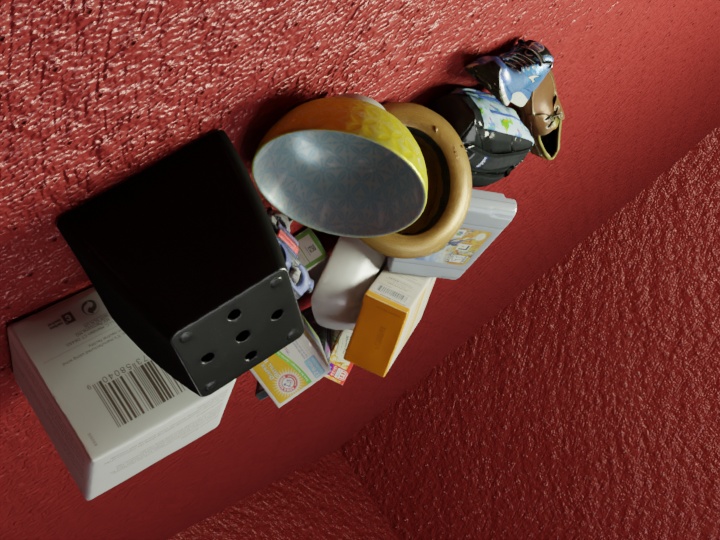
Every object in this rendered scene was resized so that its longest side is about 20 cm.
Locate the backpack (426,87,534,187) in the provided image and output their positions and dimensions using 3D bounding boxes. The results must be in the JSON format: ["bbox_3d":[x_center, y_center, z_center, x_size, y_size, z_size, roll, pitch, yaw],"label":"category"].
[{"bbox_3d":[0.157,-0.184,1.366,0.200,0.154,0.163,7,138,-38],"label":"backpack"}]

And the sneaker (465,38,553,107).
[{"bbox_3d":[0.207,-0.278,1.300,0.089,0.079,0.200,-49,170,22],"label":"sneaker"}]

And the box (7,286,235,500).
[{"bbox_3d":[-0.296,0.135,1.186,0.199,0.200,0.171,-29,162,-28],"label":"box"}]

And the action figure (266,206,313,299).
[{"bbox_3d":[-0.159,-0.013,1.237,0.194,0.105,0.200,-53,134,-24],"label":"action figure"}]

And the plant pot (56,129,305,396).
[{"bbox_3d":[-0.168,0.009,1.023,0.199,0.177,0.200,-32,147,-15],"label":"plant pot"}]

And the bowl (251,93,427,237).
[{"bbox_3d":[-0.015,-0.137,1.099,0.200,0.200,0.108,120,-15,-58],"label":"bowl"}]

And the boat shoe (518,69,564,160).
[{"bbox_3d":[0.289,-0.249,1.501,0.072,0.068,0.200,-38,152,-7],"label":"boat shoe"}]

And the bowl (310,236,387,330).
[{"bbox_3d":[0.000,0.000,1.511,0.200,0.075,0.200,-63,171,-14],"label":"bowl"}]

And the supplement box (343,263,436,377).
[{"bbox_3d":[0.052,0.056,1.485,0.200,0.073,0.126,-50,161,-59],"label":"supplement box"}]

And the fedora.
[{"bbox_3d":[0.048,-0.114,1.244,0.200,0.201,0.082,-32,-173,-15],"label":"fedora"}]

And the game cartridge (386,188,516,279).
[{"bbox_3d":[0.120,-0.050,1.387,0.133,0.042,0.200,3,149,-23],"label":"game cartridge"}]

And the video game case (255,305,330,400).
[{"bbox_3d":[-0.115,0.135,1.694,0.143,0.019,0.200,-29,-155,15],"label":"video game case"}]

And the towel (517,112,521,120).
[{"bbox_3d":[0.211,-0.203,1.632,0.192,0.035,0.200,-24,164,-29],"label":"towel"}]

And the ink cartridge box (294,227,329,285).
[{"bbox_3d":[-0.140,0.023,1.469,0.200,0.059,0.104,-34,166,-4],"label":"ink cartridge box"}]

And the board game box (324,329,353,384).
[{"bbox_3d":[-0.020,0.089,1.699,0.200,0.046,0.151,-63,-166,1],"label":"board game box"}]

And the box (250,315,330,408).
[{"bbox_3d":[-0.128,0.121,1.547,0.101,0.113,0.200,-35,-166,0],"label":"box"}]
